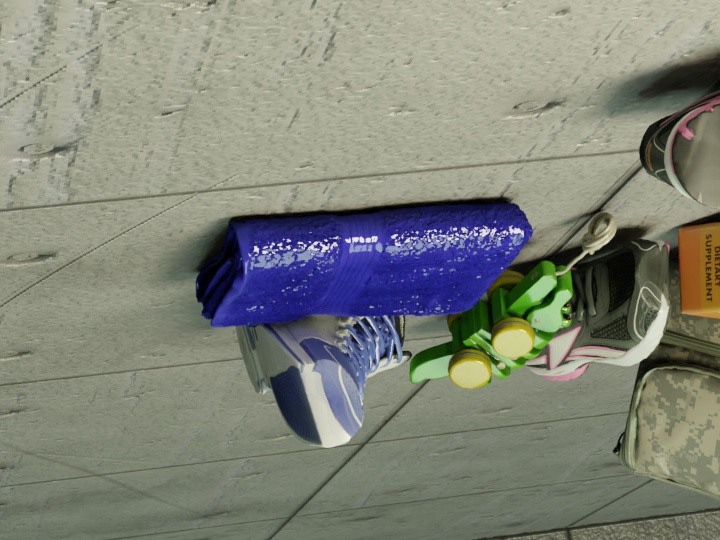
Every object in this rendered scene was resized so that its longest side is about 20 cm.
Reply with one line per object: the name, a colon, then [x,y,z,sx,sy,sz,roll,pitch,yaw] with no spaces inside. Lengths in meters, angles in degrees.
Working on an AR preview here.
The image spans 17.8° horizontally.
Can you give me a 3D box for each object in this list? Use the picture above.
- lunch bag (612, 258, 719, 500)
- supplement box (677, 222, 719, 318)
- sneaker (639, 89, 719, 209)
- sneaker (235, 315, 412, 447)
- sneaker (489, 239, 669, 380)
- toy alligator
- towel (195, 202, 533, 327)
lunch bag: [0.301,0.096,1.706,0.199,0.169,0.139,16,179,24]
supplement box: [0.312,-0.007,1.567,0.069,0.067,0.199,6,170,-43]
sneaker: [0.246,-0.084,1.297,0.199,0.081,0.086,-5,-170,-22]
sneaker: [-0.015,0.050,1.594,0.115,0.081,0.199,-18,-164,-11]
sneaker: [0.147,0.033,1.649,0.086,0.081,0.200,9,155,-24]
toy alligator: [0.117,0.032,1.593,0.054,0.059,0.200,35,124,-28]
towel: [0.000,0.000,1.498,0.199,0.050,0.148,-5,167,-15]
